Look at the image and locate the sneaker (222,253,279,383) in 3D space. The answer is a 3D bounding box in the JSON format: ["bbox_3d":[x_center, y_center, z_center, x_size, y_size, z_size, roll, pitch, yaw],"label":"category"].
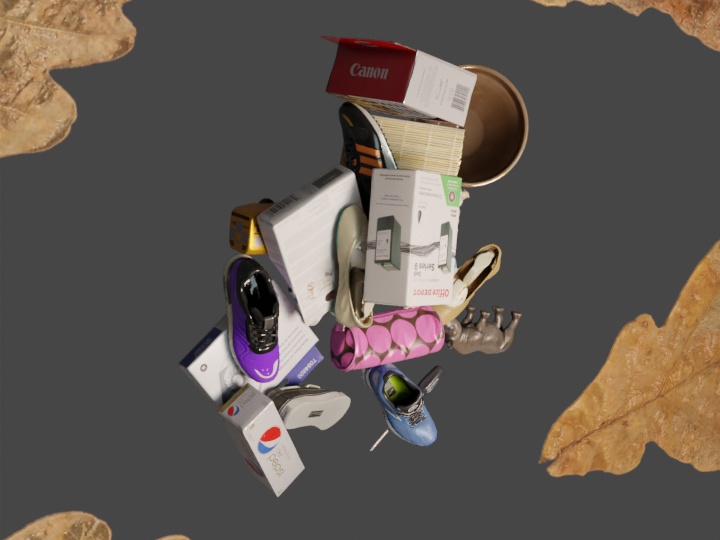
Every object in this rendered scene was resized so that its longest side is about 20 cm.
[{"bbox_3d":[-0.153,0.079,1.503,0.069,0.099,0.202,-18,105,-27],"label":"sneaker"}]

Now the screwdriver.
[{"bbox_3d":[0.082,0.248,1.828,0.200,0.028,0.029,-45,153,-18],"label":"screwdriver"}]

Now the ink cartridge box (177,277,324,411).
[{"bbox_3d":[-0.160,0.147,1.602,0.200,0.040,0.201,-48,125,-19],"label":"ink cartridge box"}]

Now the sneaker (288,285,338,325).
[{"bbox_3d":[-0.025,0.028,1.652,0.199,0.075,0.087,-26,108,-28],"label":"sneaker"}]

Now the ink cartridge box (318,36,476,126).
[{"bbox_3d":[0.044,-0.292,1.551,0.174,0.199,0.085,13,94,-39],"label":"ink cartridge box"}]

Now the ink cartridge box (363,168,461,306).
[{"bbox_3d":[0.080,-0.048,1.536,0.145,0.083,0.202,0,95,-57],"label":"ink cartridge box"}]

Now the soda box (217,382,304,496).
[{"bbox_3d":[-0.153,0.267,1.585,0.068,0.063,0.201,-43,143,-22],"label":"soda box"}]

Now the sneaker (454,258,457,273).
[{"bbox_3d":[0.116,-0.009,1.720,0.200,0.079,0.132,-53,137,-50],"label":"sneaker"}]

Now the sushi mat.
[{"bbox_3d":[0.069,-0.197,1.647,0.198,0.012,0.097,8,95,-5],"label":"sushi mat"}]

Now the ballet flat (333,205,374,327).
[{"bbox_3d":[0.000,0.000,1.556,0.069,0.069,0.202,-17,122,-34],"label":"ballet flat"}]

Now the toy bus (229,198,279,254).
[{"bbox_3d":[-0.103,-0.069,1.578,0.199,0.065,0.079,-2,103,-38],"label":"toy bus"}]

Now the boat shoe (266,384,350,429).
[{"bbox_3d":[-0.083,0.215,1.658,0.071,0.064,0.200,-55,153,9],"label":"boat shoe"}]

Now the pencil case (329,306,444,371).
[{"bbox_3d":[0.044,0.110,1.723,0.198,0.090,0.095,-11,108,-33],"label":"pencil case"}]

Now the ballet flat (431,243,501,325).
[{"bbox_3d":[0.184,0.019,1.820,0.200,0.068,0.063,-45,168,-27],"label":"ballet flat"}]

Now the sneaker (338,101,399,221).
[{"bbox_3d":[0.002,-0.164,1.593,0.090,0.070,0.201,-30,99,-21],"label":"sneaker"}]

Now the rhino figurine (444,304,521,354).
[{"bbox_3d":[0.209,0.112,1.869,0.198,0.060,0.088,4,103,-36],"label":"rhino figurine"}]

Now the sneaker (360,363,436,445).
[{"bbox_3d":[0.076,0.239,1.765,0.078,0.089,0.201,-42,117,-11],"label":"sneaker"}]

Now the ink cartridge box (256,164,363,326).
[{"bbox_3d":[-0.062,-0.039,1.558,0.162,0.057,0.201,-36,136,-25],"label":"ink cartridge box"}]

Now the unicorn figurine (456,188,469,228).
[{"bbox_3d":[0.121,-0.107,1.672,0.200,0.136,0.075,-47,134,-48],"label":"unicorn figurine"}]

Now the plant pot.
[{"bbox_3d":[0.178,-0.240,1.713,0.198,0.093,0.203,0,91,-6],"label":"plant pot"}]
